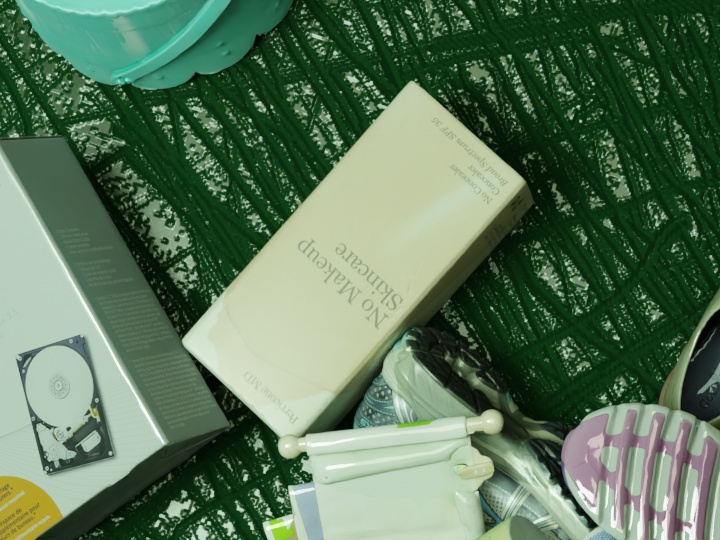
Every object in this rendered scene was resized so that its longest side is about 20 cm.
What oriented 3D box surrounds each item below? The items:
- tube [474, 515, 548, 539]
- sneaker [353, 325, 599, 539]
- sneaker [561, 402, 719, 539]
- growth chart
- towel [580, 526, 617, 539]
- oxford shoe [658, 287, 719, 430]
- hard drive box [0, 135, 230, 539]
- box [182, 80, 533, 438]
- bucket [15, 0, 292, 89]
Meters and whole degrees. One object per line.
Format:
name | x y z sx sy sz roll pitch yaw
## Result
tube | 0.023 0.206 1.249 0.200 0.058 0.052 -38 122 22
sneaker | 0.082 0.123 1.296 0.200 0.078 0.086 43 119 2
sneaker | 0.199 0.130 1.249 0.199 0.088 0.081 17 82 -8
growth chart | 0.013 0.172 1.271 0.144 0.018 0.201 -2 113 6
towel | 0.122 0.251 1.199 0.147 0.024 0.201 -43 51 19
oxford shoe | 0.236 0.014 1.276 0.070 0.074 0.201 28 88 10
hard drive box | -0.194 0.048 1.305 0.156 0.077 0.201 -37 78 24
box | 0.000 0.000 1.308 0.095 0.078 0.200 40 90 10
bucket | -0.131 -0.218 1.322 0.205 0.135 0.209 -1 83 7
